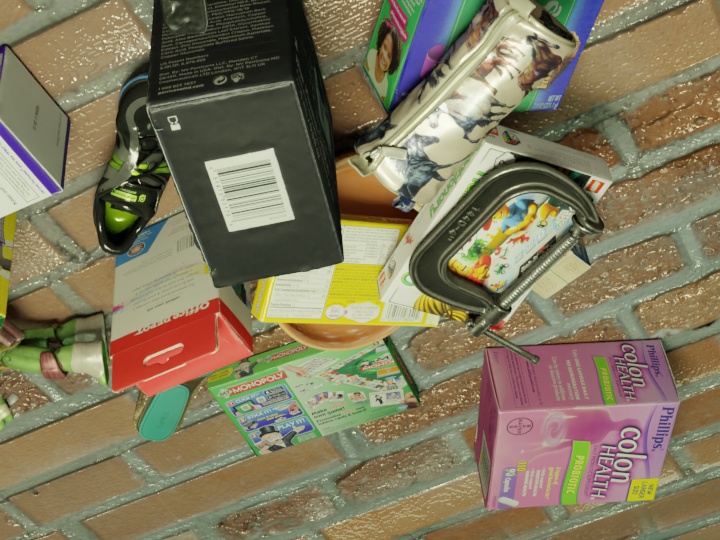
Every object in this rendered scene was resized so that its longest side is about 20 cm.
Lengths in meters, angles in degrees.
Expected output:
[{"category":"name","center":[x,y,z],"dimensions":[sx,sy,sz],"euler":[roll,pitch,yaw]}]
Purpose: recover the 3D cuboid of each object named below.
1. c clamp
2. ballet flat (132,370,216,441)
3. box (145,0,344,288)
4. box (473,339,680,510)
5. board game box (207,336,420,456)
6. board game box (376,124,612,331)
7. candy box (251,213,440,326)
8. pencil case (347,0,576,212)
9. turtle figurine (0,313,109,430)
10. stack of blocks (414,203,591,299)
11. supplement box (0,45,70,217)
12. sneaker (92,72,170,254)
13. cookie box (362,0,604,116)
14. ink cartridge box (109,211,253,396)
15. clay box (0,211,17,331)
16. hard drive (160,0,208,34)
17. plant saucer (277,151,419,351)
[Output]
[{"category":"c clamp","center":[0.136,-0.011,1.199],"dimensions":[0.171,0.027,0.200],"euler":[21,130,-20]},{"category":"ballet flat","center":[-0.187,0.094,1.441],"dimensions":[0.070,0.065,0.200],"euler":[20,126,-26]},{"category":"box","center":[-0.092,-0.130,1.138],"dimensions":[0.117,0.200,0.197],"euler":[-11,135,4]},{"category":"box","center":[0.237,0.175,1.550],"dimensions":[0.200,0.097,0.176],"euler":[-3,134,-5]},{"category":"board game box","center":[-0.050,0.130,1.518],"dimensions":[0.200,0.029,0.135],"euler":[-18,133,11]},{"category":"board game box","center":[0.114,-0.034,1.211],"dimensions":[0.126,0.035,0.200],"euler":[14,131,-21]},{"category":"candy box","center":[0.000,0.000,1.269],"dimensions":[0.200,0.026,0.102],"euler":[4,107,-34]},{"category":"pencil case","center":[0.080,-0.138,1.088],"dimensions":[0.200,0.078,0.089],"euler":[-47,168,27]},{"category":"turtle figurine","center":[-0.350,0.116,1.392],"dimensions":[0.194,0.200,0.144],"euler":[-6,169,-7]},{"category":"stack of blocks","center":[0.121,-0.072,1.282],"dimensions":[0.059,0.115,0.200],"euler":[-37,128,26]},{"category":"supplement box","center":[-0.368,-0.095,1.207],"dimensions":[0.200,0.101,0.103],"euler":[-23,132,14]},{"category":"sneaker","center":[-0.196,-0.093,1.244],"dimensions":[0.071,0.083,0.200],"euler":[12,131,-18]},{"category":"cookie box","center":[0.111,-0.227,1.130],"dimensions":[0.171,0.075,0.200],"euler":[-6,137,-25]},{"category":"ink cartridge box","center":[-0.167,0.038,1.293],"dimensions":[0.116,0.200,0.067],"euler":[-22,133,15]},{"category":"clay box","center":[-0.359,0.017,1.248],"dimensions":[0.048,0.200,0.115],"euler":[25,126,-27]},{"category":"hard drive","center":[-0.134,-0.282,0.985],"dimensions":[0.033,0.200,0.140],"euler":[-5,135,-2]},{"category":"plant saucer","center":[-0.008,-0.021,1.294],"dimensions":[0.200,0.037,0.200],"euler":[-15,121,-27]}]
